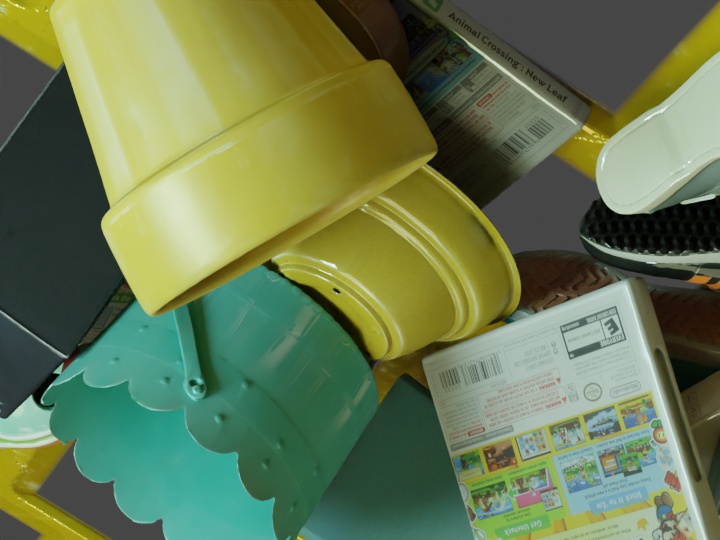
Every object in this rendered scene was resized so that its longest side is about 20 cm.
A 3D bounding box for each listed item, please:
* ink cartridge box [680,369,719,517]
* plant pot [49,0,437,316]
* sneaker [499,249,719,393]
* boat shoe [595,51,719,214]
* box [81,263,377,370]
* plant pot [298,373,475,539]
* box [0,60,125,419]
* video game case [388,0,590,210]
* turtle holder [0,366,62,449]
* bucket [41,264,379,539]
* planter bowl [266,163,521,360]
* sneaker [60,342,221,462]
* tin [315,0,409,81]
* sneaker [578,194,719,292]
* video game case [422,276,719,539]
[{"bbox_3d":[0.290,0.130,1.542,0.199,0.045,0.176,-32,119,18],"label":"ink cartridge box"},{"bbox_3d":[-0.085,-0.102,1.377,0.201,0.200,0.190,-33,86,52],"label":"plant pot"},{"bbox_3d":[0.178,0.047,1.575,0.199,0.072,0.080,15,139,15],"label":"sneaker"},{"bbox_3d":[0.230,-0.089,1.395,0.062,0.073,0.200,-2,160,-43],"label":"boat shoe"},{"bbox_3d":[-0.103,0.058,1.742,0.199,0.113,0.102,6,139,25],"label":"box"},{"bbox_3d":[0.089,0.200,1.684,0.200,0.142,0.141,31,172,40],"label":"plant pot"},{"bbox_3d":[-0.218,-0.024,1.606,0.123,0.201,0.198,35,156,-7],"label":"box"},{"bbox_3d":[0.027,-0.110,1.520,0.182,0.022,0.200,35,145,-11],"label":"video game case"},{"bbox_3d":[-0.256,0.052,1.838,0.131,0.187,0.141,14,175,20],"label":"turtle holder"},{"bbox_3d":[-0.096,0.091,1.547,0.206,0.135,0.208,29,152,17],"label":"bucket"},{"bbox_3d":[0.000,0.000,1.532,0.200,0.084,0.201,28,154,15],"label":"planter bowl"},{"bbox_3d":[-0.131,0.110,1.674,0.200,0.078,0.082,35,141,-26],"label":"sneaker"},{"bbox_3d":[-0.053,-0.175,1.449,0.200,0.042,0.112,44,148,-3],"label":"tin"},{"bbox_3d":[0.235,-0.002,1.473,0.199,0.070,0.090,3,135,28],"label":"sneaker"},{"bbox_3d":[0.136,0.118,1.524,0.200,0.023,0.183,-23,81,45],"label":"video game case"}]
